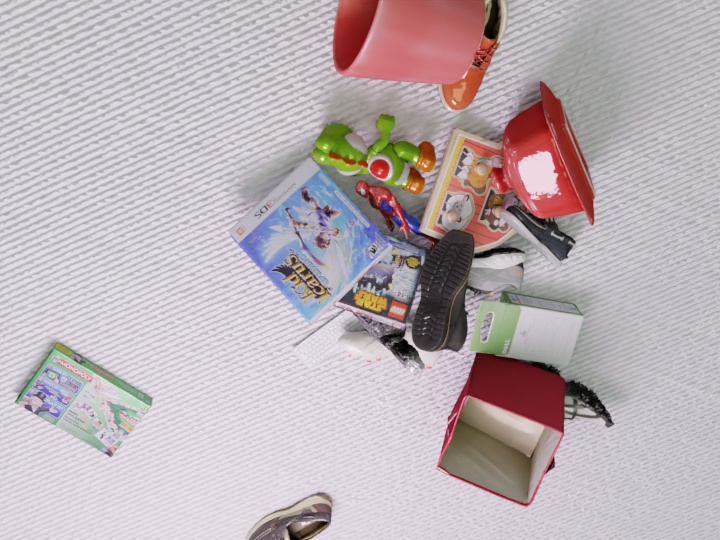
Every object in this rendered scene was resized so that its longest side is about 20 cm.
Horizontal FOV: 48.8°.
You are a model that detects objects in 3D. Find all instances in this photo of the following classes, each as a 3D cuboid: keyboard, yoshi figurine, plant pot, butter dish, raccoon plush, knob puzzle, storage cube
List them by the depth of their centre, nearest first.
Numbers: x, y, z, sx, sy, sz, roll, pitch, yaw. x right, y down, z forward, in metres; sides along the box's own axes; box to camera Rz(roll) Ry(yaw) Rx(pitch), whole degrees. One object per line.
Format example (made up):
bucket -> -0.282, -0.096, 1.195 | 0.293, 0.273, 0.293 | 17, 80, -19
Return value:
plant pot -> 0.074, -0.363, 1.160 | 0.175, 0.201, 0.203 | 11, 112, -21
butter dish -> 0.279, -0.169, 1.269 | 0.146, 0.201, 0.201 | -22, 114, 20
yoshi figurine -> 0.014, -0.191, 1.280 | 0.198, 0.112, 0.114 | 10, 82, -22
knob puzzle -> 0.212, -0.120, 1.328 | 0.217, 0.030, 0.223 | -6, 106, -22
raccoon plush -> 0.075, 0.069, 1.353 | 0.134, 0.097, 0.200 | -42, 76, -7
storage cube -> 0.254, 0.273, 1.413 | 0.198, 0.180, 0.173 | 20, 117, 6
keyboard -> -0.030, 0.105, 1.435 | 0.199, 0.011, 0.056 | -36, 112, 9

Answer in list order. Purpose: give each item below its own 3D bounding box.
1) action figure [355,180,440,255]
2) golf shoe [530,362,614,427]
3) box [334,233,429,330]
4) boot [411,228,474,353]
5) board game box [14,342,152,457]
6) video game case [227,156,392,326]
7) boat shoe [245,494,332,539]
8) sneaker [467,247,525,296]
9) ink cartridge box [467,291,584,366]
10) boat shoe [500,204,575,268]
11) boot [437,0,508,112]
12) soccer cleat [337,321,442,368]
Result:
action figure -> 0.067, -0.087, 1.326 | 0.199, 0.065, 0.052 | 39, 81, -25
golf shoe -> 0.388, 0.255, 1.516 | 0.199, 0.078, 0.095 | 32, 110, -7
box -> 0.000, 0.000, 1.309 | 0.198, 0.040, 0.138 | 18, 73, 4
boot -> 0.155, 0.040, 1.329 | 0.138, 0.077, 0.202 | 19, 94, -59
board game box -> -0.494, 0.234, 1.426 | 0.199, 0.029, 0.135 | 36, 104, -19
video game case -> -0.080, -0.048, 1.270 | 0.181, 0.045, 0.200 | -43, 81, -6
boat shoe -> -0.143, 0.514, 1.564 | 0.199, 0.065, 0.073 | -35, 114, 9
sneaker -> 0.192, 0.009, 1.378 | 0.197, 0.074, 0.080 | -6, 99, -4
ink cartridge box -> 0.293, 0.102, 1.444 | 0.197, 0.059, 0.105 | 9, 111, -10
boat shoe -> 0.303, -0.071, 1.343 | 0.061, 0.076, 0.199 | -50, 142, 7
boot -> 0.172, -0.335, 1.221 | 0.074, 0.107, 0.202 | 9, 113, -12
soccer cleat -> 0.056, 0.123, 1.426 | 0.197, 0.069, 0.079 | 9, 107, -18
